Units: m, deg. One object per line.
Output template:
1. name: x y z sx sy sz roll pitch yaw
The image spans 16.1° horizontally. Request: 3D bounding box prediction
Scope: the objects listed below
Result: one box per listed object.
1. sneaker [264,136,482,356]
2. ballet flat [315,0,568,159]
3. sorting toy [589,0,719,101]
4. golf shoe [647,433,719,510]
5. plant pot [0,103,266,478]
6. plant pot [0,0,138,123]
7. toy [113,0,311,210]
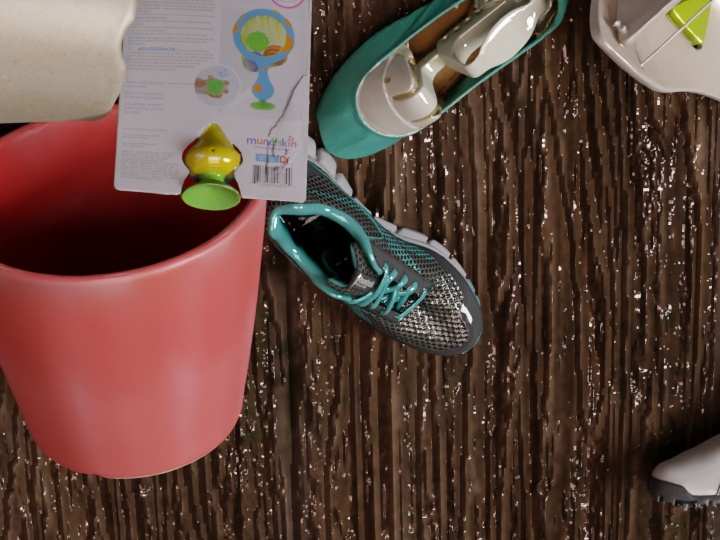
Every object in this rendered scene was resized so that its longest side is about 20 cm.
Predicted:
1. sneaker: 0.000 0.000 1.653 0.200 0.091 0.078 37 109 -19
2. ballet flat: 0.050 -0.133 1.605 0.200 0.071 0.067 -38 113 14
3. sorting toy: 0.262 -0.176 1.591 0.200 0.107 0.180 -41 119 14
4. golf shoe: 0.285 0.102 1.742 0.199 0.078 0.095 -17 98 2
5. plant pot: -0.152 0.019 1.608 0.199 0.201 0.178 -5 126 -2
6. plant pot: -0.234 -0.163 1.517 0.182 0.201 0.202 5 115 -18
7. toy: -0.089 -0.127 1.559 0.114 0.201 0.047 3 151 -5
